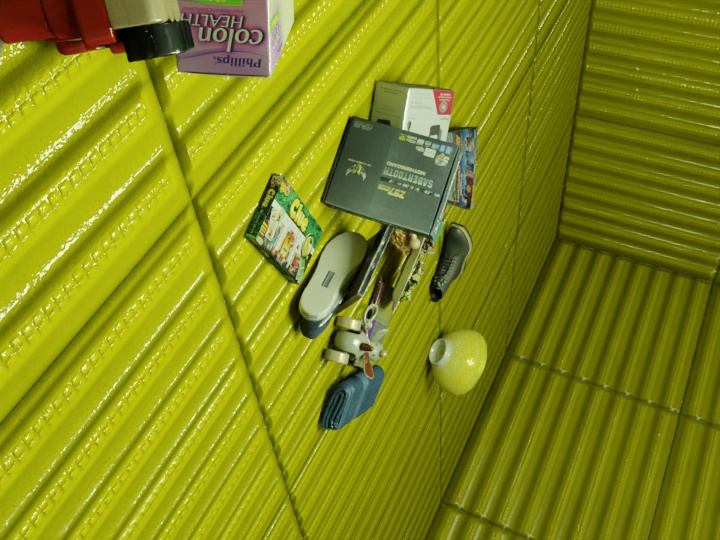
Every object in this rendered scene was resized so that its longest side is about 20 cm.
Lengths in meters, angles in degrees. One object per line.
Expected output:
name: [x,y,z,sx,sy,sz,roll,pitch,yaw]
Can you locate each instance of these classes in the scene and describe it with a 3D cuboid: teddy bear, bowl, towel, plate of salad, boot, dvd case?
teddy bear: [0.099,-0.131,1.658,0.145,0.066,0.202,77,29,-72]
bowl: [0.266,0.255,2.288,0.107,0.200,0.202,25,81,-27]
towel: [-0.016,0.268,1.672,0.200,0.048,0.113,-13,127,-65]
plate of salad: [0.116,-0.002,1.691,0.200,0.048,0.202,24,90,-89]
towel: [0.033,0.119,1.730,0.202,0.023,0.144,-70,160,-5]
boot: [-0.053,0.024,1.384,0.201,0.072,0.091,-55,167,-33]
boot: [0.236,-0.017,2.080,0.139,0.077,0.201,-52,151,-33]
dvd case: [0.000,0.000,1.418,0.150,0.016,0.200,-66,-171,-19]

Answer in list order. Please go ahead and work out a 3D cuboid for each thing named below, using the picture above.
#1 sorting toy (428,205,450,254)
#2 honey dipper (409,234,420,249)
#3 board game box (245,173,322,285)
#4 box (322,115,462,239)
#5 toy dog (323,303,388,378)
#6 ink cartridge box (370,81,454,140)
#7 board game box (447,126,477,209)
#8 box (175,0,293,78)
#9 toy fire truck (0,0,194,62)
sorting toy: [0.178,-0.134,1.879,0.185,0.036,0.202,-11,116,-67]
honey dipper: [0.098,-0.142,1.562,0.038,0.038,0.202,-28,110,-62]
board game box: [-0.114,-0.059,1.207,0.200,0.023,0.106,54,54,-65]
box: [0.054,-0.156,1.307,0.051,0.198,0.159,30,79,-74]
toy dog: [0.013,0.152,1.568,0.199,0.096,0.133,-14,116,-58]
ink cartridge box: [0.087,-0.238,1.435,0.145,0.083,0.202,-12,116,-48]
board game box: [0.211,-0.248,1.792,0.199,0.061,0.202,3,90,-65]
box: [-0.125,-0.322,0.775,0.177,0.096,0.202,-85,177,-55]
toy fire truck: [-0.242,-0.193,0.632,0.176,0.198,0.130,-117,-164,-70]
